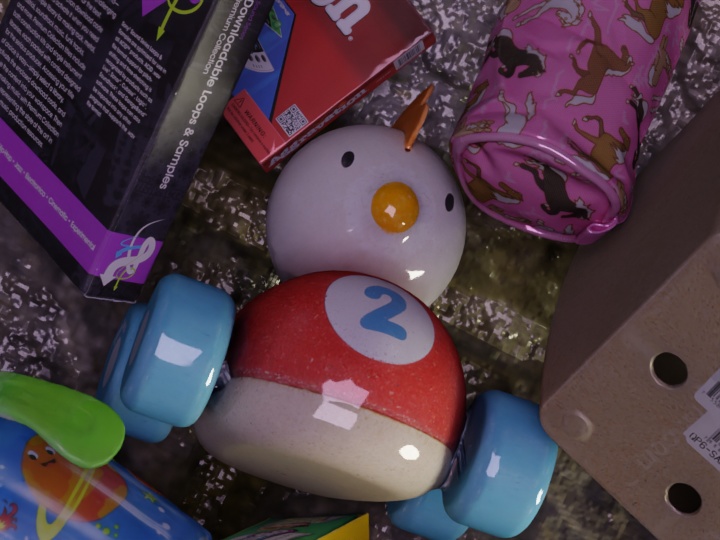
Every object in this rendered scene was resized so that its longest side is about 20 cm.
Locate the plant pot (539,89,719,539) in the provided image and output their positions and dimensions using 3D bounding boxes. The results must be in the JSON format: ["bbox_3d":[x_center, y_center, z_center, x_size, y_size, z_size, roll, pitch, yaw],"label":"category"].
[{"bbox_3d":[0.189,0.030,0.855,0.200,0.177,0.200,43,130,3],"label":"plant pot"}]

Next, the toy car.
[{"bbox_3d":[0.000,0.000,0.919,0.183,0.177,0.201,19,77,-11],"label":"toy car"}]

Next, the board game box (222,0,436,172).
[{"bbox_3d":[-0.064,-0.156,0.961,0.103,0.019,0.200,-37,77,-2],"label":"board game box"}]

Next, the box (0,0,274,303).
[{"bbox_3d":[-0.106,-0.107,0.908,0.143,0.036,0.201,42,113,42],"label":"box"}]

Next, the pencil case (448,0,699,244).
[{"bbox_3d":[0.108,-0.108,0.919,0.086,0.083,0.201,10,60,28],"label":"pencil case"}]

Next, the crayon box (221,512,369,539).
[{"bbox_3d":[-0.040,0.206,0.890,0.058,0.200,0.174,-2,90,14],"label":"crayon box"}]

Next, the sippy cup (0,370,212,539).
[{"bbox_3d":[-0.143,0.133,0.914,0.130,0.178,0.140,27,78,9],"label":"sippy cup"}]
